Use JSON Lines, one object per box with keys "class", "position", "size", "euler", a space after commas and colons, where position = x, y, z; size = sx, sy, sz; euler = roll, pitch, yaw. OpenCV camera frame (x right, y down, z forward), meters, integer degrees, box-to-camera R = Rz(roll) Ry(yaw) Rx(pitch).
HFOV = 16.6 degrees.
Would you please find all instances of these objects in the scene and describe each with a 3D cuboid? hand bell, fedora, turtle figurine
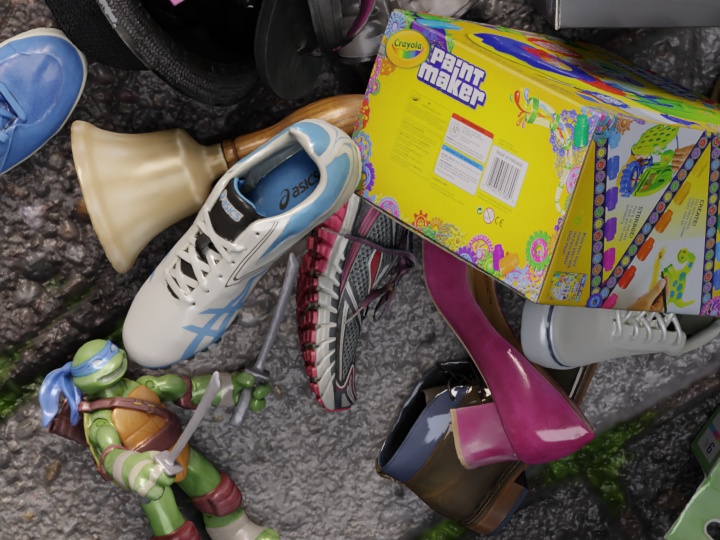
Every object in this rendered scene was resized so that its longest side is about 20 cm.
{"class": "hand bell", "position": [-0.076, -0.075, 1.597], "size": [0.199, 0.104, 0.104], "euler": [-17, 108, 4]}
{"class": "fedora", "position": [-0.142, -0.185, 1.552], "size": [0.091, 0.201, 0.201], "euler": [-17, 111, 32]}
{"class": "turtle figurine", "position": [-0.102, 0.126, 1.646], "size": [0.200, 0.144, 0.194], "euler": [-20, 113, 5]}

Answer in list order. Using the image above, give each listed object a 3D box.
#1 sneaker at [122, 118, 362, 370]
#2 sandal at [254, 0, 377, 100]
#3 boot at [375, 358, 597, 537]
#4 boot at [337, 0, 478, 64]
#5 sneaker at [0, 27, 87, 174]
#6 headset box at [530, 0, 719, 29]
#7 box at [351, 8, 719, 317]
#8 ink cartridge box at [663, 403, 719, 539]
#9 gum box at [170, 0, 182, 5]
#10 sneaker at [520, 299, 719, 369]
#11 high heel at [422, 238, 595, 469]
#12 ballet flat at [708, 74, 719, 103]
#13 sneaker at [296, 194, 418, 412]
{"class": "sneaker", "position": [-0.084, -0.020, 1.546], "size": [0.200, 0.072, 0.072], "euler": [-46, 148, 12]}
{"class": "sandal", "position": [-0.014, -0.192, 1.535], "size": [0.048, 0.075, 0.201], "euler": [34, 116, 30]}
{"class": "boot", "position": [0.091, 0.083, 1.690], "size": [0.097, 0.075, 0.200], "euler": [23, 105, -16]}
{"class": "boot", "position": [0.046, -0.229, 1.601], "size": [0.200, 0.070, 0.132], "euler": [-29, 111, 14]}
{"class": "sneaker", "position": [-0.258, -0.075, 1.582], "size": [0.200, 0.111, 0.077], "euler": [-34, 108, 4]}
{"class": "headset box", "position": [0.191, -0.211, 1.546], "size": [0.174, 0.200, 0.093], "euler": [-1, 107, -5]}
{"class": "box", "position": [0.131, -0.066, 1.548], "size": [0.192, 0.200, 0.122], "euler": [5, 109, -42]}
{"class": "ink cartridge box", "position": [0.304, 0.122, 1.733], "size": [0.104, 0.059, 0.200], "euler": [31, 101, -14]}
{"class": "gum box", "position": [-0.094, -0.257, 1.496], "size": [0.066, 0.200, 0.114], "euler": [-27, 111, 32]}
{"class": "sneaker", "position": [0.177, 0.025, 1.612], "size": [0.071, 0.200, 0.073], "euler": [6, 101, 35]}
{"class": "high heel", "position": [0.099, 0.030, 1.637], "size": [0.096, 0.067, 0.201], "euler": [-14, 72, 26]}
{"class": "ballet flat", "position": [0.250, -0.079, 1.665], "size": [0.068, 0.063, 0.201], "euler": [15, 105, -10]}
{"class": "sneaker", "position": [0.000, 0.000, 1.652], "size": [0.074, 0.081, 0.201], "euler": [6, 106, -10]}
